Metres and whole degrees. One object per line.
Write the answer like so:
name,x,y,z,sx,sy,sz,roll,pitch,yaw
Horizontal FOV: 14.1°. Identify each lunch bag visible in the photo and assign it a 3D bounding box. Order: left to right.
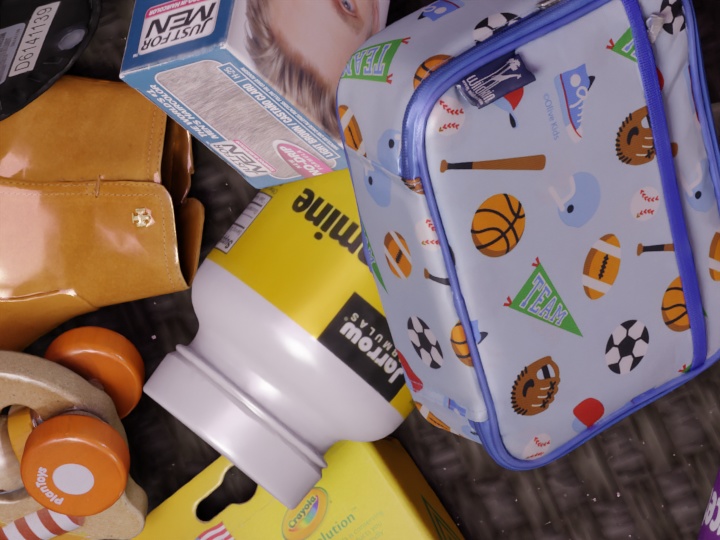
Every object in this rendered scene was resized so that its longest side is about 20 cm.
lunch bag,0.081,-0.032,1.188,0.160,0.076,0.201,-26,121,-23

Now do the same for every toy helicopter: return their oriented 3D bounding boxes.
toy helicopter,-0.161,0.119,1.322,0.132,0.079,0.200,-1,128,3

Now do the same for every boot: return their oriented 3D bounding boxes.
boot,-0.145,0.009,1.336,0.144,0.071,0.202,3,87,21

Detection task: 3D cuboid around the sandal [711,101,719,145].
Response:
sandal,0.184,-0.045,1.270,0.200,0.057,0.080,-23,89,13

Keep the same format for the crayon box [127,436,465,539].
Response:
crayon box,-0.003,0.164,1.316,0.127,0.051,0.200,-38,71,13

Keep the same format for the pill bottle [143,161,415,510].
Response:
pill bottle,0.000,0.000,1.264,0.112,0.112,0.200,38,85,8

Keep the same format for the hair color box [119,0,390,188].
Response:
hair color box,-0.034,-0.147,1.238,0.060,0.100,0.201,-12,56,35

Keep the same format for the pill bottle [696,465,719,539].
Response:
pill bottle,0.198,0.132,1.252,0.112,0.112,0.201,18,97,11

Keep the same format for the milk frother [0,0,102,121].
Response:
milk frother,-0.167,-0.186,1.311,0.181,0.200,0.188,-48,67,37
